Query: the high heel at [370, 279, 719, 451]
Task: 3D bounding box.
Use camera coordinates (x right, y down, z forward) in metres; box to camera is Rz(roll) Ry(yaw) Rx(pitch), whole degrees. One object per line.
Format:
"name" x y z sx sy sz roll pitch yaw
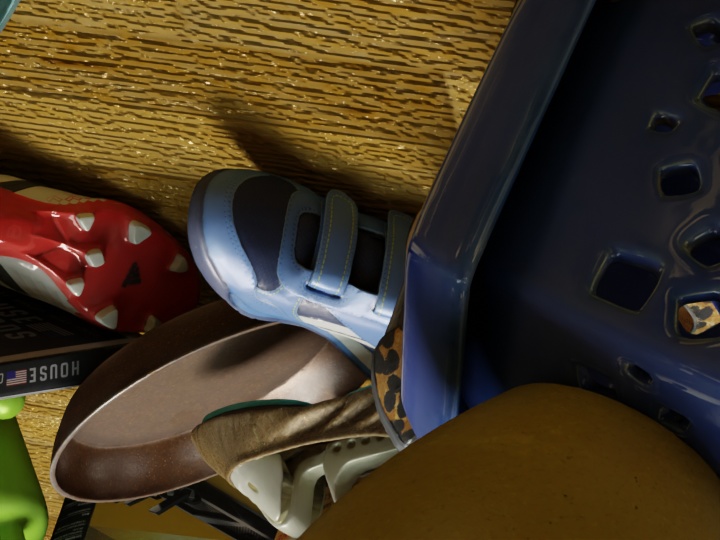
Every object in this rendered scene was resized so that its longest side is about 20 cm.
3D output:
"high heel" 0.108 0.045 1.123 0.199 0.143 0.072 15 152 4

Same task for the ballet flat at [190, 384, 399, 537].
"ballet flat" -0.011 0.099 1.218 0.199 0.073 0.068 -13 150 32

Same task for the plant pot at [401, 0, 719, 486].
"plant pot" 0.123 -0.003 0.981 0.179 0.201 0.200 19 153 11

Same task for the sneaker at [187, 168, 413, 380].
"sneaker" 0.000 0.000 1.185 0.199 0.074 0.082 28 150 -36

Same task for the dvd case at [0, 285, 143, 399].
"dvd case" -0.233 0.040 1.268 0.199 0.025 0.150 -9 -161 -41

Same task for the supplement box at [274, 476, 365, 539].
"supplement box" 0.016 0.147 1.258 0.126 0.201 0.074 -27 120 40

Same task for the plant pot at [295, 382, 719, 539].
"plant pot" 0.067 0.130 0.896 0.199 0.142 0.200 25 153 14

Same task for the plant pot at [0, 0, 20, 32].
"plant pot" -0.244 -0.137 0.974 0.134 0.200 0.201 42 154 11

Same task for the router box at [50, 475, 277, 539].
"router box" -0.094 0.181 1.470 0.199 0.158 0.052 31 150 -26

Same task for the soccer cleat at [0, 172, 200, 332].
"soccer cleat" -0.178 -0.019 1.263 0.199 0.069 0.085 17 -172 -29

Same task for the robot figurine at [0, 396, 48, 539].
"robot figurine" -0.261 0.119 1.434 0.115 0.201 0.176 -11 147 -22

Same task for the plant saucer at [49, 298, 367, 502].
"plant saucer" -0.081 0.064 1.286 0.199 0.035 0.201 -22 159 -9
